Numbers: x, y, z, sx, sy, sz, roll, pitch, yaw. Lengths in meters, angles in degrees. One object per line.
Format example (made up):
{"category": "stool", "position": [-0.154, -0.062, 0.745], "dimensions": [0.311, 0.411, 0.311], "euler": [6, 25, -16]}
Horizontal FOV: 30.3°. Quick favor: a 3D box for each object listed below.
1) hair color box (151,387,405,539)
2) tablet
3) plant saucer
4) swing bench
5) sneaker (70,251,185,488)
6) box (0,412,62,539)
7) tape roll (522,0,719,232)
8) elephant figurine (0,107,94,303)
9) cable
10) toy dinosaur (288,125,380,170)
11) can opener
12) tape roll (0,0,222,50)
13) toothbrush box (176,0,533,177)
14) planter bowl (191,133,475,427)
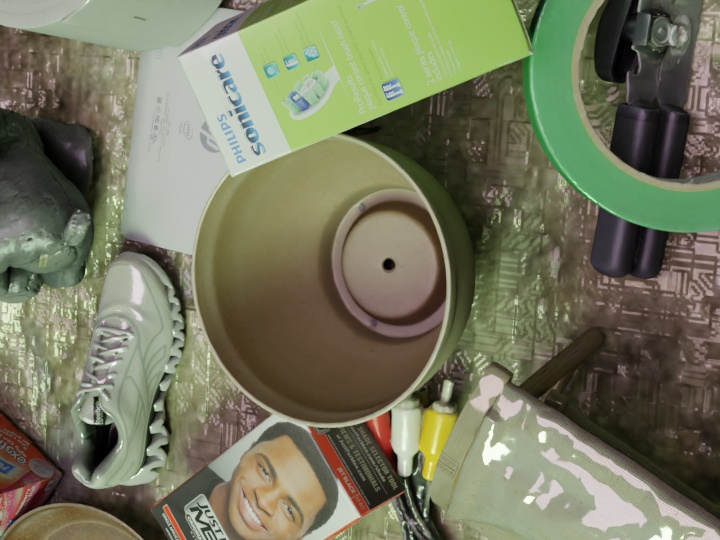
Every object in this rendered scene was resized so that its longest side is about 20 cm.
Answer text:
{"category": "hair color box", "position": [-0.068, 0.177, 1.022], "dimensions": [0.200, 0.061, 0.102], "euler": [-41, 76, 37]}
{"category": "tablet", "position": [-0.132, -0.113, 1.074], "dimensions": [0.130, 0.014, 0.200], "euler": [13, 102, 26]}
{"category": "plant saucer", "position": [-0.231, 0.293, 1.148], "dimensions": [0.200, 0.037, 0.201], "euler": [4, 100, 21]}
{"category": "swing bench", "position": [0.167, 0.149, 0.837], "dimensions": [0.199, 0.200, 0.130], "euler": [35, 110, 21]}
{"category": "sneaker", "position": [-0.196, 0.085, 1.092], "dimensions": [0.075, 0.081, 0.200], "euler": [8, 98, 29]}
{"category": "box", "position": [-0.367, 0.234, 1.185], "dimensions": [0.095, 0.100, 0.200], "euler": [39, 112, 19]}
{"category": "tape roll", "position": [0.203, -0.125, 0.830], "dimensions": [0.200, 0.048, 0.201], "euler": [0, 98, 1]}
{"category": "elephant figurine", "position": [-0.296, -0.085, 1.108], "dimensions": [0.155, 0.142, 0.200], "euler": [-13, 71, 0]}
{"category": "cable", "position": [0.033, 0.173, 0.995], "dimensions": [0.097, 0.050, 0.200], "euler": [0, 94, 29]}
{"category": "toy dinosaur", "position": [0.008, -0.155, 0.961], "dimensions": [0.200, 0.086, 0.136], "euler": [-11, 100, 13]}
{"category": "can opener", "position": [0.185, -0.097, 0.897], "dimensions": [0.067, 0.053, 0.200], "euler": [26, 110, 57]}
{"category": "tape roll", "position": [-0.206, -0.276, 1.017], "dimensions": [0.202, 0.139, 0.203], "euler": [0, 91, 29]}
{"category": "toothbrush box", "position": [0.000, -0.149, 0.848], "dimensions": [0.200, 0.146, 0.086], "euler": [-20, 106, 9]}
{"category": "planter bowl", "position": [0.000, 0.000, 0.947], "dimensions": [0.200, 0.135, 0.201], "euler": [4, 98, 28]}
